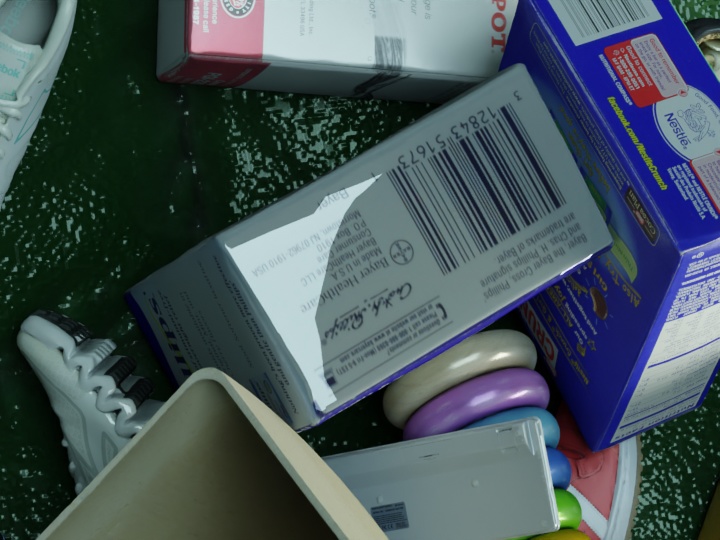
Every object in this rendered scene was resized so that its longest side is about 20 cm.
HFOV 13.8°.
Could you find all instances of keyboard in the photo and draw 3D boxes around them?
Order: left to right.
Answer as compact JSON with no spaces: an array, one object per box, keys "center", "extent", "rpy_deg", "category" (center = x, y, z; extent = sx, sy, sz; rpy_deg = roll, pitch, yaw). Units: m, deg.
[{"center":[0.014,0.117,1.505],"extent":[0.011,0.199,0.057],"rpy_deg":[-15,91,-53],"category":"keyboard"}]

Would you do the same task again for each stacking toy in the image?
[{"center":[0.086,0.134,1.502],"extent":[0.085,0.085,0.201],"rpy_deg":[-18,70,-19],"category":"stacking toy"}]

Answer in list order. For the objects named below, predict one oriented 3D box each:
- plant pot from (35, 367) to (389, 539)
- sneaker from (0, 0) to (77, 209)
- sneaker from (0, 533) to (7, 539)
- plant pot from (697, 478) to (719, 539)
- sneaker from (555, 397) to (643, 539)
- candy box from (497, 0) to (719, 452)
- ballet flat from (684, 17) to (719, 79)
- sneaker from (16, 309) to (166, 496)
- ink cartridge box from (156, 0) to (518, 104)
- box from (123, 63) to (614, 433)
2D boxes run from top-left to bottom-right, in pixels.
[{"center":[-0.040,0.198,1.391],"extent":[0.200,0.177,0.200],"rpy_deg":[-46,59,10],"category":"plant pot"},{"center":[-0.195,-0.085,1.511],"extent":[0.070,0.080,0.201],"rpy_deg":[23,78,-16],"category":"sneaker"},{"center":[-0.198,0.159,1.478],"extent":[0.200,0.078,0.070],"rpy_deg":[44,72,-8],"category":"sneaker"},{"center":[0.298,0.133,1.592],"extent":[0.199,0.200,0.177],"rpy_deg":[16,67,-15],"category":"plant pot"},{"center":[0.079,0.141,1.575],"extent":[0.112,0.071,0.201],"rpy_deg":[13,81,-19],"category":"sneaker"},{"center":[0.130,-0.032,1.520],"extent":[0.077,0.200,0.170],"rpy_deg":[-18,64,-20],"category":"candy box"},{"center":[0.183,-0.044,1.634],"extent":[0.073,0.073,0.201],"rpy_deg":[12,80,-16],"category":"ballet flat"},{"center":[-0.118,0.110,1.517],"extent":[0.081,0.075,0.200],"rpy_deg":[-38,87,9],"category":"sneaker"},{"center":[-0.003,-0.168,1.581],"extent":[0.199,0.085,0.147],"rpy_deg":[3,82,-16],"category":"ink cartridge box"},{"center":[0.000,0.000,1.498],"extent":[0.183,0.200,0.105],"rpy_deg":[-30,92,-19],"category":"box"}]
